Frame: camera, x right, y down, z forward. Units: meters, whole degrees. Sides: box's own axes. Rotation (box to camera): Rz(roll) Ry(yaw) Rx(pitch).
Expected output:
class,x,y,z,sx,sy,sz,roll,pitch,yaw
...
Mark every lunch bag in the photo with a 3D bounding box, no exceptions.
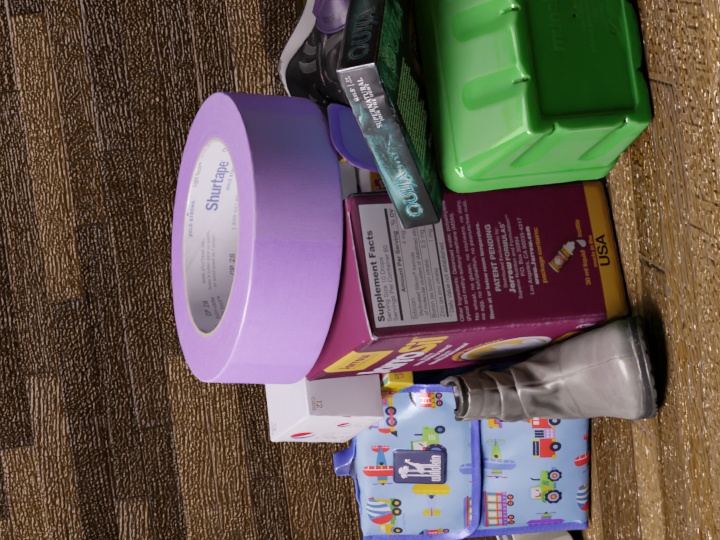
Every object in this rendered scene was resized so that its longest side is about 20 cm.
class,x,y,z,sx,sy,sz,roll,pitch,yaw
lunch bag,0.075,0.133,1.552,0.094,0.198,0.151,-107,11,-57

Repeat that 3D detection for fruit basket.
class,x,y,z,sx,sy,sz,roll,pitch,yaw
fruit basket,0.102,-0.155,1.297,0.215,0.154,0.217,173,90,-66

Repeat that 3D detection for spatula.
class,x,y,z,sx,sy,sz,roll,pitch,yaw
spatula,0.074,-0.080,1.335,0.021,0.198,0.057,108,161,-46

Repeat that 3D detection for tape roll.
class,x,y,z,sx,sy,sz,roll,pitch,yaw
tape roll,-0.075,-0.022,1.364,0.200,0.065,0.202,-177,90,-70

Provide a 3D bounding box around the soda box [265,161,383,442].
class,x,y,z,sx,sy,sz,roll,pitch,yaw
soda box,-0.035,0.022,1.441,0.068,0.063,0.201,-37,55,56

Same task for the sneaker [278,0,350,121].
class,x,y,z,sx,sy,sz,roll,pitch,yaw
sneaker,-0.014,-0.151,1.501,0.200,0.075,0.088,104,153,-61

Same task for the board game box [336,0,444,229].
class,x,y,z,sx,sy,sz,roll,pitch,yaw
board game box,0.028,-0.145,1.277,0.201,0.028,0.136,-81,-25,-45

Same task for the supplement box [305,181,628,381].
class,x,y,z,sx,sy,sz,roll,pitch,yaw
supplement box,0.066,0.007,1.369,0.131,0.199,0.104,144,119,-64

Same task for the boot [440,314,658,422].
class,x,y,z,sx,sy,sz,roll,pitch,yaw
boot,0.126,0.081,1.346,0.200,0.130,0.068,118,143,-79

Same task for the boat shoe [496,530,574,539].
class,x,y,z,sx,sy,sz,roll,pitch,yaw
boat shoe,0.144,0.208,1.645,0.063,0.071,0.201,87,169,-56

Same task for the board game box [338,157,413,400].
class,x,y,z,sx,sy,sz,roll,pitch,yaw
board game box,0.000,0.000,1.474,0.095,0.030,0.201,-33,56,57
